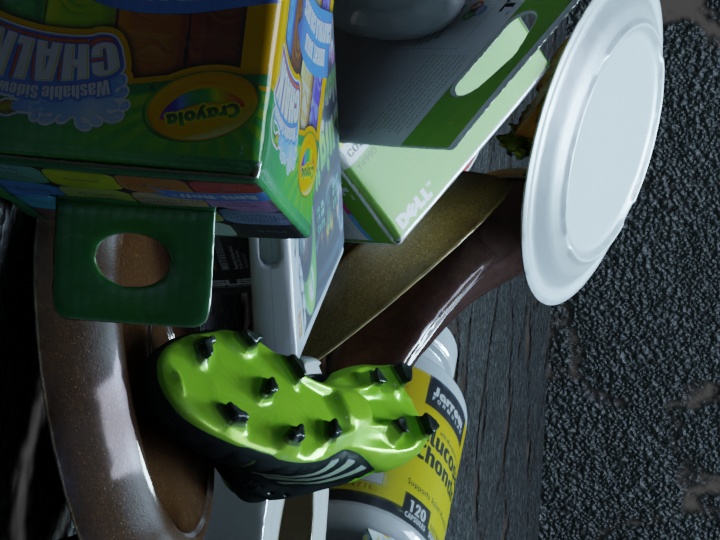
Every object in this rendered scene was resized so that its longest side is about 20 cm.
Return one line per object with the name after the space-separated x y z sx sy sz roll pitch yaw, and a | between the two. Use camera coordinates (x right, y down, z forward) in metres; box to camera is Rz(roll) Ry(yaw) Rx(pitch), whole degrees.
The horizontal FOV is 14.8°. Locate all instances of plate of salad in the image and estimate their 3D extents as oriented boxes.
0.127 -0.079 1.606 0.200 0.048 0.200 -47 146 -48 | plate of salad

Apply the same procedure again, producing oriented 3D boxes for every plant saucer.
0.000 0.000 1.601 0.035 0.200 0.200 51 17 -5 | plant saucer
-0.097 0.045 1.195 0.200 0.032 0.201 -10 90 -81 | plant saucer

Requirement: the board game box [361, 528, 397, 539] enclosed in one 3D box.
0.015 0.276 1.670 0.103 0.105 0.200 -115 -131 -72 | board game box

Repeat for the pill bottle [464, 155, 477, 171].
0.013 -0.098 1.698 0.200 0.110 0.111 4 91 -81 | pill bottle

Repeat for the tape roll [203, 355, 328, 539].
-0.067 0.141 1.458 0.202 0.071 0.203 5 90 -80 | tape roll

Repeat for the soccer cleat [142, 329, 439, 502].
-0.042 0.071 1.212 0.200 0.081 0.068 13 48 -58 | soccer cleat

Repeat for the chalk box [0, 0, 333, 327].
-0.081 -0.080 1.069 0.124 0.124 0.201 54 41 -77 | chalk box

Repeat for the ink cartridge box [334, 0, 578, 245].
0.043 -0.088 1.475 0.148 0.200 0.076 -49 119 -24 | ink cartridge box

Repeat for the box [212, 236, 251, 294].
-0.069 -0.111 1.303 0.158 0.048 0.200 75 15 -64 | box

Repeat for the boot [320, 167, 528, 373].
0.046 0.025 1.704 0.072 0.200 0.167 51 44 -28 | boot

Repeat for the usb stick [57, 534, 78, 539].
-0.082 0.164 1.278 0.200 0.033 0.056 27 60 -56 | usb stick

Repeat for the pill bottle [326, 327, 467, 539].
0.009 0.119 1.791 0.112 0.112 0.200 86 13 -45 | pill bottle

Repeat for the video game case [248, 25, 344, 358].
-0.031 -0.070 1.314 0.200 0.023 0.182 -70 159 -74 | video game case

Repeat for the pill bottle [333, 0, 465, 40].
0.030 -0.231 1.473 0.114 0.114 0.200 82 26 -56 | pill bottle
